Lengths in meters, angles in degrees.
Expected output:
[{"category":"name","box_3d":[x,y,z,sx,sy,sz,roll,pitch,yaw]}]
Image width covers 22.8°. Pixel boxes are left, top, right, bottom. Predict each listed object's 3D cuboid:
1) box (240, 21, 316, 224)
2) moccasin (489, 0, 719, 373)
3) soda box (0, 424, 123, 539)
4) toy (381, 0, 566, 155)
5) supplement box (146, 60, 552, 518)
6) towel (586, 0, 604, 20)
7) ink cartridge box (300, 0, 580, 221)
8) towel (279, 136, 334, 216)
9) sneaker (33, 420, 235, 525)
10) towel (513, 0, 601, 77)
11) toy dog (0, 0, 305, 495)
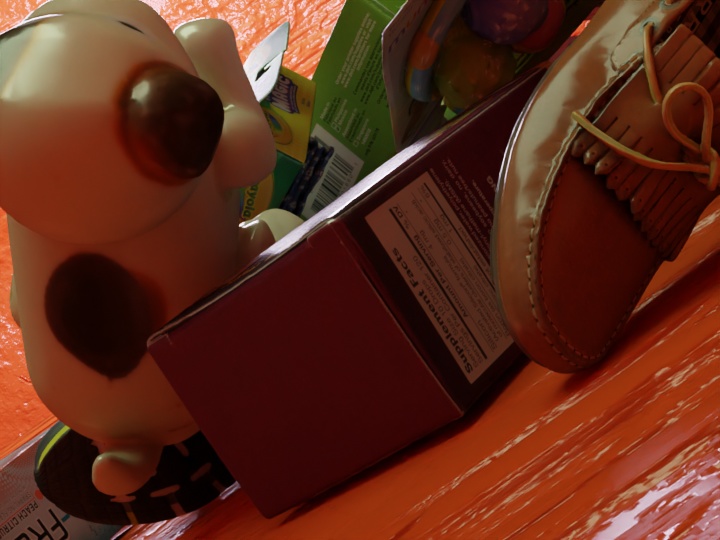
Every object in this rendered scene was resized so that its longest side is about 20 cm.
[{"category":"box","box_3d":[-0.079,-0.035,0.996,0.200,0.048,0.117,-60,11,26]},{"category":"moccasin","box_3d":[0.110,-0.053,0.598,0.078,0.074,0.202,7,53,50]},{"category":"soda box","box_3d":[-0.191,0.147,0.886,0.063,0.069,0.200,-33,4,27]},{"category":"toy","box_3d":[0.061,-0.107,0.819,0.115,0.047,0.200,-55,-8,-10]},{"category":"supplement box","box_3d":[0.022,0.002,0.723,0.110,0.086,0.200,-32,5,37]},{"category":"towel","box_3d":[0.136,-0.169,1.107,0.199,0.023,0.144,6,12,-46]},{"category":"ink cartridge box","box_3d":[0.051,-0.100,1.110,0.200,0.076,0.148,-18,-39,-52]},{"category":"towel","box_3d":[-0.076,0.032,1.003,0.145,0.024,0.201,-36,29,63]},{"category":"sneaker","box_3d":[-0.073,0.055,0.872,0.200,0.074,0.081,-29,22,-25]},{"category":"towel","box_3d":[0.112,-0.134,0.959,0.086,0.018,0.200,-38,-4,-25]},{"category":"toy dog","box_3d":[-0.109,-0.027,0.743,0.200,0.139,0.194,83,-159,-52]}]
